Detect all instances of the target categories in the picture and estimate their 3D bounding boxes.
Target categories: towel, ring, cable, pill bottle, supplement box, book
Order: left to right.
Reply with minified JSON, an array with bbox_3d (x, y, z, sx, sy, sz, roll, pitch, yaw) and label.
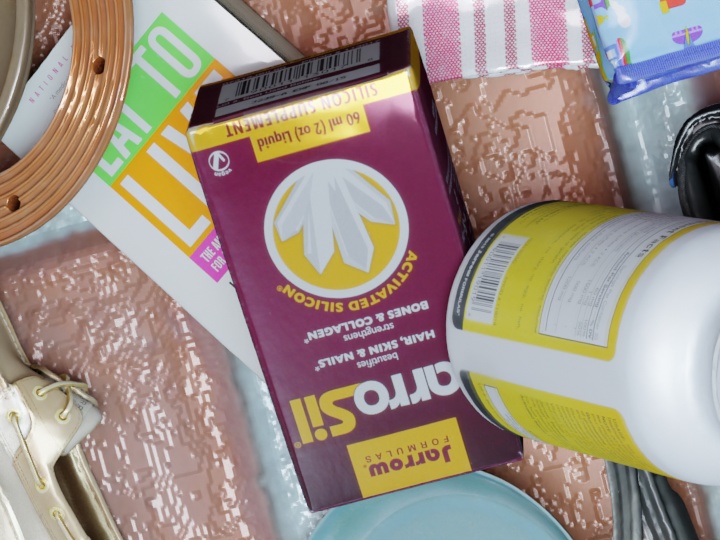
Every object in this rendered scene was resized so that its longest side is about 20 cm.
[{"bbox_3d":[-0.189,-0.108,1.347,0.200,0.019,0.201,-5,82,35],"label":"ring"},{"bbox_3d":[-0.069,-0.053,1.348,0.200,0.048,0.134,41,104,3],"label":"book"},{"bbox_3d":[0.000,0.000,1.275,0.110,0.086,0.200,-15,107,6],"label":"supplement box"},{"bbox_3d":[0.105,-0.170,1.299,0.200,0.030,0.147,-6,94,14],"label":"towel"},{"bbox_3d":[0.121,0.104,1.292,0.050,0.097,0.200,-24,86,26],"label":"cable"},{"bbox_3d":[0.134,0.032,1.169,0.200,0.112,0.112,12,102,57],"label":"pill bottle"}]

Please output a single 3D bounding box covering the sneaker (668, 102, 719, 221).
[{"bbox_3d":[0.209,0.011,1.250,0.073,0.112,0.200,-41,86,14],"label":"sneaker"}]

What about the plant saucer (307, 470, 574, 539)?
[{"bbox_3d":[0.047,0.193,1.322,0.200,0.027,0.200,2,93,34],"label":"plant saucer"}]

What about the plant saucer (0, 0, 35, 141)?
[{"bbox_3d":[-0.235,-0.117,1.351,0.200,0.029,0.200,-4,83,35],"label":"plant saucer"}]

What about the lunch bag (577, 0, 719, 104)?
[{"bbox_3d":[0.189,-0.179,1.232,0.200,0.094,0.151,-17,87,2],"label":"lunch bag"}]

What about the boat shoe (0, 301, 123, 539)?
[{"bbox_3d":[-0.163,0.084,1.370,0.069,0.074,0.200,-15,101,12],"label":"boat shoe"}]
